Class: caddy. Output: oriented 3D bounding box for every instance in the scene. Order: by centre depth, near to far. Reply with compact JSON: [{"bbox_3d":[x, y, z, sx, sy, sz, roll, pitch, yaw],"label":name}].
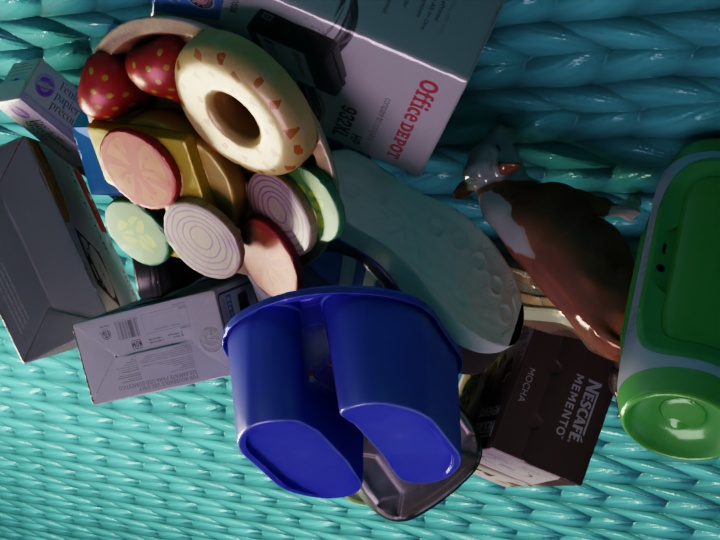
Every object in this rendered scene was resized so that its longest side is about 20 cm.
[{"bbox_3d":[-0.008,0.072,1.206,0.141,0.105,0.200,-12,153,13],"label":"caddy"}]

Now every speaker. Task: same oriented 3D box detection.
[{"bbox_3d":[0.213,0.015,1.145,0.088,0.200,0.089,12,144,9],"label":"speaker"}]

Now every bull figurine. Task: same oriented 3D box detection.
[{"bbox_3d":[0.149,-0.017,1.244,0.121,0.200,0.065,-4,140,-37],"label":"bull figurine"}]

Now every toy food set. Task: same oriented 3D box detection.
[{"bbox_3d":[-0.096,-0.069,1.159,0.199,0.049,0.198,9,131,33],"label":"toy food set"}]

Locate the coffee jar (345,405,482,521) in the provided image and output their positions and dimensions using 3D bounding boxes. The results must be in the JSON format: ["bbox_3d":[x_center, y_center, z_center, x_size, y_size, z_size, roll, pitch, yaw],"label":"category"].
[{"bbox_3d":[0.025,0.142,1.484,0.085,0.104,0.200,55,170,-4],"label":"coffee jar"}]

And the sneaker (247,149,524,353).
[{"bbox_3d":[0.000,0.000,1.268,0.200,0.081,0.146,37,145,-23],"label":"sneaker"}]

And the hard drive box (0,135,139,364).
[{"bbox_3d":[-0.247,-0.016,1.450,0.200,0.077,0.156,-102,-12,-89],"label":"hard drive box"}]

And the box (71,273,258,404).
[{"bbox_3d":[-0.111,0.039,1.345,0.116,0.060,0.200,-13,-176,18],"label":"box"}]

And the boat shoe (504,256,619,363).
[{"bbox_3d":[0.163,0.008,1.370,0.072,0.076,0.200,-10,-159,-41],"label":"boat shoe"}]

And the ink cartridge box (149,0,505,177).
[{"bbox_3d":[-0.025,-0.156,1.150,0.199,0.084,0.145,23,156,-2],"label":"ink cartridge box"}]

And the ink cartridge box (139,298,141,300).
[{"bbox_3d":[-0.064,0.033,1.514,0.199,0.085,0.146,18,-164,14],"label":"ink cartridge box"}]

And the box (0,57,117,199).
[{"bbox_3d":[-0.192,-0.087,1.416,0.041,0.039,0.200,-2,146,46],"label":"box"}]

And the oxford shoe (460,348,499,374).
[{"bbox_3d":[0.029,0.000,1.433,0.200,0.071,0.071,48,-172,-2],"label":"oxford shoe"}]

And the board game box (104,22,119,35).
[{"bbox_3d":[-0.141,-0.104,1.431,0.151,0.037,0.200,25,157,-5],"label":"board game box"}]

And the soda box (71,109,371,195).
[{"bbox_3d":[-0.096,-0.094,1.305,0.199,0.068,0.064,2,132,16],"label":"soda box"}]

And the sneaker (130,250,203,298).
[{"bbox_3d":[-0.101,-0.027,1.326,0.104,0.060,0.200,-6,-169,4],"label":"sneaker"}]

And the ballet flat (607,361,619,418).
[{"bbox_3d":[0.239,0.091,1.398,0.067,0.047,0.200,12,-176,29],"label":"ballet flat"}]

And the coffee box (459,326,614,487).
[{"bbox_3d":[0.134,0.111,1.499,0.080,0.113,0.200,24,170,-7],"label":"coffee box"}]
